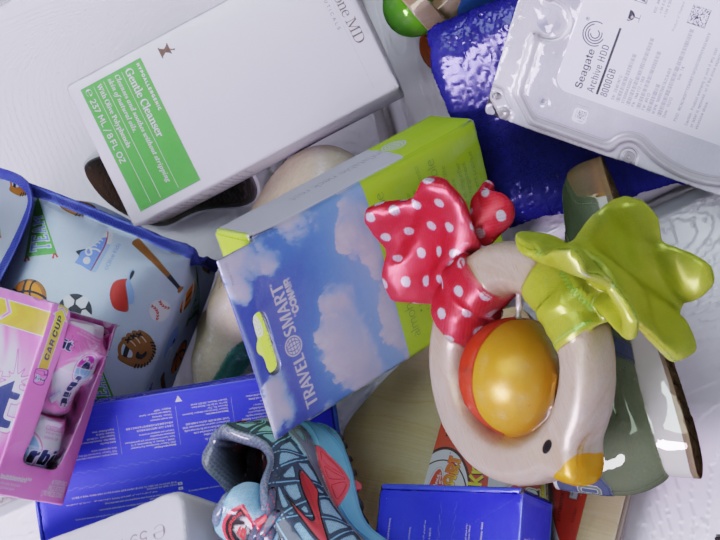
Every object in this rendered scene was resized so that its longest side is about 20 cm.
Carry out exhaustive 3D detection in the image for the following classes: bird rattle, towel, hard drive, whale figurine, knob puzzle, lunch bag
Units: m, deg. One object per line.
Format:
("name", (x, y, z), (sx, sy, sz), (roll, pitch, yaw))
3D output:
("bird rattle", (0.077, 0.031, 0.700), (0.199, 0.112, 0.165), (5, 92, 44))
("towel", (0.154, -0.116, 0.815), (0.198, 0.149, 0.050), (-15, 19, 24))
("hard drive", (0.184, -0.125, 0.751), (0.198, 0.038, 0.141), (21, 119, 8))
("whale figurine", (-0.043, 0.011, 0.903), (0.200, 0.103, 0.160), (-50, 23, 29))
("knob puzzle", (0.078, 0.121, 0.811), (0.218, 0.030, 0.222), (-12, 65, 27))
("lunch bag", (-0.226, 0.029, 0.923), (0.198, 0.124, 0.172), (23, 85, 7))

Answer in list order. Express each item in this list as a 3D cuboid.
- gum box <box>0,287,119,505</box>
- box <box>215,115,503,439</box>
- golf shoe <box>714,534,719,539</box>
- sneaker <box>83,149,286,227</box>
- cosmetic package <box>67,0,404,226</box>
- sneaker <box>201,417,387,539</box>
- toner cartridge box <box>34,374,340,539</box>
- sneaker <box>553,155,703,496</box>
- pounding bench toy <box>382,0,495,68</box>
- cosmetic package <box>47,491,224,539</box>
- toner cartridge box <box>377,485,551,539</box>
("gum box", (-0.250, 0.064, 0.810), (0.198, 0.066, 0.115), (13, 82, 31))
("box", (0.000, 0.000, 0.795), (0.199, 0.123, 0.047), (-30, 24, -29))
("golf shoe", (0.234, 0.141, 0.679), (0.091, 0.073, 0.202), (2, 71, 30))
("sneaker", (-0.129, -0.086, 1.018), (0.198, 0.073, 0.085), (1, 40, 38))
("cosmetic package", (-0.080, -0.122, 0.879), (0.199, 0.085, 0.108), (-28, 91, 7))
("sneaker", (-0.041, 0.158, 0.728), (0.080, 0.095, 0.200), (-61, 33, 19))
("toner cartridge box", (-0.110, 0.122, 0.845), (0.197, 0.043, 0.096), (-8, 91, -3))
("sneaker", (0.127, 0.035, 0.755), (0.089, 0.067, 0.202), (-20, 64, 17))
("pounding bench toy", (0.095, -0.199, 0.878), (0.156, 0.124, 0.201), (-42, 54, 10))
("cosmetic package", (-0.114, 0.265, 0.784), (0.166, 0.166, 0.202), (-23, 60, 21))
("toner cartridge box", (0.051, 0.225, 0.730), (0.094, 0.043, 0.202), (-4, 71, 33))
